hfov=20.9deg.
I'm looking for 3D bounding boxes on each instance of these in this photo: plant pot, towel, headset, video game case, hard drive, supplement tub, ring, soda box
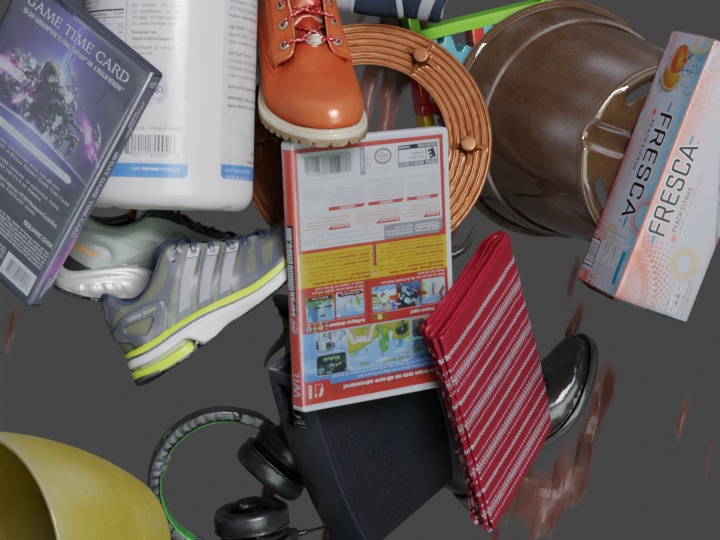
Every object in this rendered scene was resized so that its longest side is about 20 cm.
[{"bbox_3d":[0.198,-0.104,1.544,0.200,0.198,0.201,-6,105,-21],"label":"plant pot"},{"bbox_3d":[0.103,0.086,1.542,0.145,0.022,0.200,-52,136,-45],"label":"towel"},{"bbox_3d":[-0.078,0.184,1.616,0.199,0.094,0.124,19,95,-8],"label":"headset"},{"bbox_3d":[0.008,-0.003,1.465,0.143,0.017,0.201,-8,100,-34],"label":"video game case"},{"bbox_3d":[-0.232,0.218,1.506,0.142,0.200,0.201,-2,105,-45],"label":"plant pot"},{"bbox_3d":[0.009,0.122,1.543,0.135,0.042,0.200,-37,130,-24],"label":"hard drive"},{"bbox_3d":[-0.142,-0.145,1.447,0.132,0.132,0.201,2,90,-21],"label":"supplement tub"},{"bbox_3d":[0.003,-0.102,1.531,0.200,0.019,0.201,-1,77,4],"label":"ring"},{"bbox_3d":[-0.238,-0.096,1.421,0.019,0.143,0.200,1,124,-58],"label":"video game case"},{"bbox_3d":[0.232,-0.068,1.423,0.068,0.064,0.201,18,97,-24],"label":"soda box"}]

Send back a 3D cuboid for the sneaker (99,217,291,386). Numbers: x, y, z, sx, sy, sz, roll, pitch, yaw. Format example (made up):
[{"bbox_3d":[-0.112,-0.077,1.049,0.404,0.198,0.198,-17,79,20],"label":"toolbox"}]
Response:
[{"bbox_3d":[-0.109,-0.001,1.468,0.200,0.074,0.081,-38,94,-7],"label":"sneaker"}]

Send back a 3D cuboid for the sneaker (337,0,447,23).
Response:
[{"bbox_3d":[0.047,-0.290,1.515,0.108,0.070,0.201,14,106,3],"label":"sneaker"}]

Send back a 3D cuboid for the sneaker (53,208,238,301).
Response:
[{"bbox_3d":[-0.140,-0.018,1.530,0.200,0.074,0.080,-1,98,-20],"label":"sneaker"}]

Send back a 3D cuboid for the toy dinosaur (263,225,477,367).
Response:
[{"bbox_3d":[0.000,0.000,1.583,0.200,0.102,0.077,-38,96,-19],"label":"toy dinosaur"}]

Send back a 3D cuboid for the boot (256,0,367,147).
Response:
[{"bbox_3d":[-0.043,-0.171,1.443,0.075,0.200,0.107,-6,128,-16],"label":"boot"}]

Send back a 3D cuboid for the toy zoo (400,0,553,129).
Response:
[{"bbox_3d":[0.106,-0.151,1.616,0.131,0.020,0.201,-15,108,-17],"label":"toy zoo"}]

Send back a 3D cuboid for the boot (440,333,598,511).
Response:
[{"bbox_3d":[0.089,0.097,1.645,0.174,0.069,0.200,39,90,-25],"label":"boot"}]
